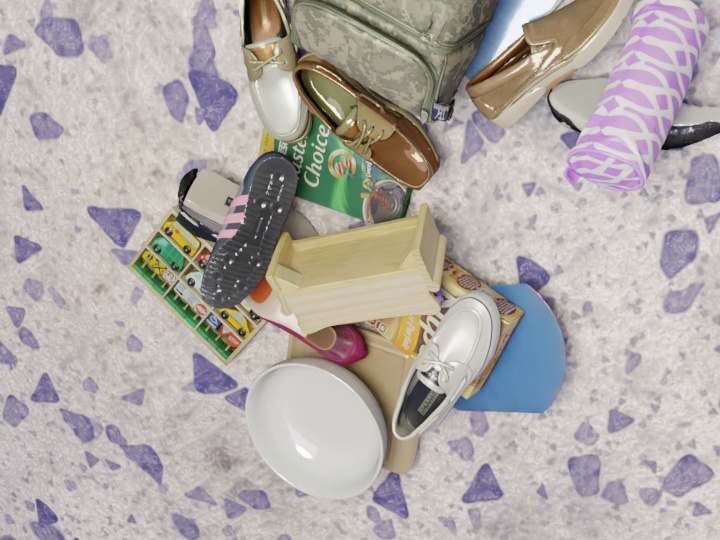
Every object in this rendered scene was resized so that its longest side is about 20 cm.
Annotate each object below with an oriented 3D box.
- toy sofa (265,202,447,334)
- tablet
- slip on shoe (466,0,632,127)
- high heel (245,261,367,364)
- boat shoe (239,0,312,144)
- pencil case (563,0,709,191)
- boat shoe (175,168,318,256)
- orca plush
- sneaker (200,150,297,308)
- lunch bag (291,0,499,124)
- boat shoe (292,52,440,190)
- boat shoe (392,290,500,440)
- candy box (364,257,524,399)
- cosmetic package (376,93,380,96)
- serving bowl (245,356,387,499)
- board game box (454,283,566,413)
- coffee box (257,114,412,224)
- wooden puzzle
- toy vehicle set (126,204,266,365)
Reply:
[{"bbox_3d":[0.000,0.000,0.944,0.198,0.083,0.098,-11,130,22],"label":"toy sofa"},{"bbox_3d":[0.151,-0.313,0.889,0.130,0.014,0.200,43,117,1],"label":"tablet"},{"bbox_3d":[0.196,-0.238,0.856,0.060,0.077,0.200,35,126,-21],"label":"slip on shoe"},{"bbox_3d":[-0.077,0.055,1.054,0.200,0.096,0.068,42,95,32],"label":"high heel"},{"bbox_3d":[-0.107,-0.247,0.942,0.074,0.068,0.203,-15,87,9],"label":"boat shoe"},{"bbox_3d":[0.272,-0.176,0.804,0.085,0.202,0.084,10,158,48],"label":"pencil case"},{"bbox_3d":[-0.149,-0.057,1.065,0.199,0.075,0.093,32,153,-11],"label":"boat shoe"},{"bbox_3d":[0.303,-0.160,0.876,0.197,0.071,0.107,-2,64,16],"label":"orca plush"},{"bbox_3d":[-0.133,-0.050,0.985,0.070,0.082,0.201,25,103,-20],"label":"sneaker"},{"bbox_3d":[0.032,-0.260,0.819,0.199,0.140,0.169,31,136,9],"label":"lunch bag"},{"bbox_3d":[-0.001,-0.162,0.909,0.200,0.074,0.076,43,125,2],"label":"boat shoe"},{"bbox_3d":[0.095,0.116,0.927,0.073,0.065,0.202,32,118,23],"label":"boat shoe"},{"bbox_3d":[0.085,0.046,0.991,0.199,0.055,0.116,36,119,22],"label":"candy box"},{"bbox_3d":[0.008,-0.300,0.917,0.082,0.051,0.202,-12,104,33],"label":"cosmetic package"},{"bbox_3d":[-0.049,0.195,1.062,0.198,0.066,0.203,11,117,23],"label":"serving bowl"},{"bbox_3d":[0.166,0.093,1.009,0.198,0.039,0.160,-5,100,37],"label":"board game box"},{"bbox_3d":[-0.028,-0.137,0.998,0.198,0.044,0.124,21,114,12],"label":"coffee box"},{"bbox_3d":[-0.007,0.159,1.095,0.198,0.037,0.187,16,113,18],"label":"wooden puzzle"},{"bbox_3d":[-0.217,0.021,1.131,0.200,0.027,0.124,44,117,1],"label":"toy vehicle set"}]
